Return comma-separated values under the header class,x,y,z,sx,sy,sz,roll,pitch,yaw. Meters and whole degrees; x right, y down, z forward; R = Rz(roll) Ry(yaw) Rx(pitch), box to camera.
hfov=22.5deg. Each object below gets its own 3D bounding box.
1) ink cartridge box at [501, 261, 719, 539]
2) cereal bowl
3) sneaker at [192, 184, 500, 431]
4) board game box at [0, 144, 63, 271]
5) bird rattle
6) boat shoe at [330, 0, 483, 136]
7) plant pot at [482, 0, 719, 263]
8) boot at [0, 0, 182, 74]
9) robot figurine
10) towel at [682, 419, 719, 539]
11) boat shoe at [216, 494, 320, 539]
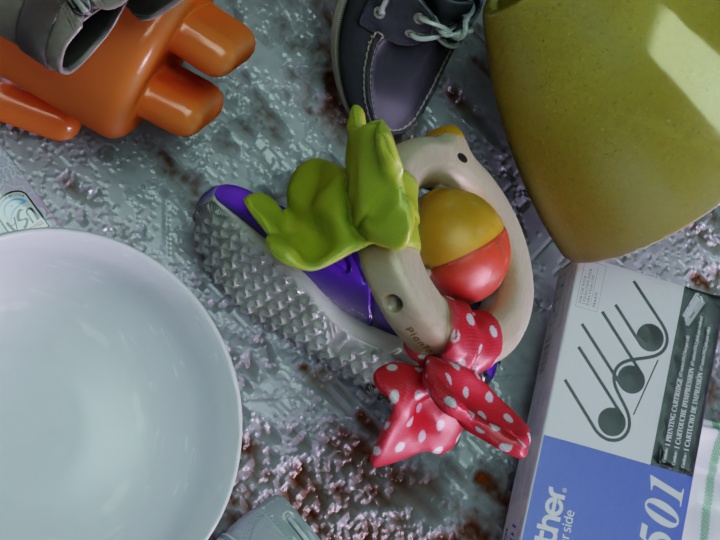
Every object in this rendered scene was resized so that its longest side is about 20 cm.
class,x,y,z,sx,sy,sz,roll,pitch,yaw
ink cartridge box,0.144,0.100,1.041,0.094,0.044,0.200,17,73,-7
cereal bowl,-0.167,0.079,0.934,0.200,0.083,0.200,4,81,-29
sneaker,0.000,0.000,1.034,0.200,0.070,0.100,36,61,-11
board game box,-0.296,-0.043,0.952,0.200,0.043,0.199,-37,92,-23
bird rattle,0.045,0.001,0.962,0.200,0.113,0.163,54,41,-3
boat shoe,0.034,-0.154,1.019,0.073,0.200,0.063,-6,37,-28
plant pot,0.152,-0.123,1.025,0.200,0.200,0.142,-47,107,-23
boot,-0.120,-0.198,0.884,0.200,0.070,0.146,-42,73,14
robot figurine,-0.159,-0.148,0.983,0.200,0.144,0.117,32,57,-1
towel,0.210,0.160,1.080,0.200,0.031,0.149,14,72,-15
boat shoe,0.005,0.203,0.977,0.201,0.070,0.072,45,73,0
